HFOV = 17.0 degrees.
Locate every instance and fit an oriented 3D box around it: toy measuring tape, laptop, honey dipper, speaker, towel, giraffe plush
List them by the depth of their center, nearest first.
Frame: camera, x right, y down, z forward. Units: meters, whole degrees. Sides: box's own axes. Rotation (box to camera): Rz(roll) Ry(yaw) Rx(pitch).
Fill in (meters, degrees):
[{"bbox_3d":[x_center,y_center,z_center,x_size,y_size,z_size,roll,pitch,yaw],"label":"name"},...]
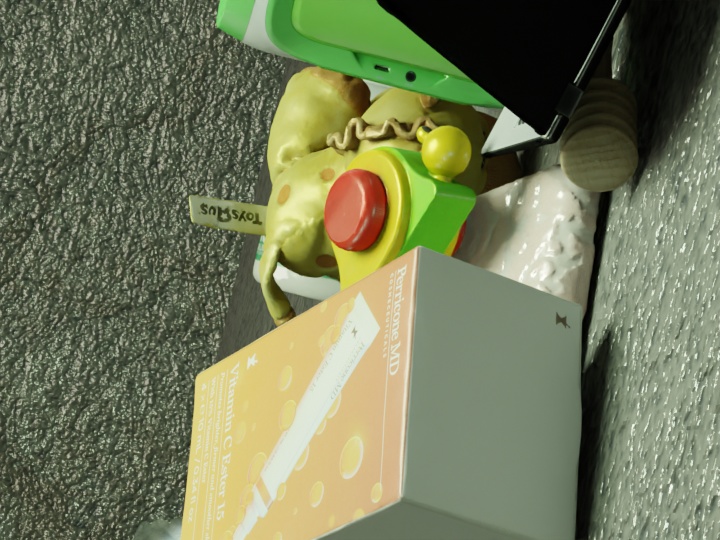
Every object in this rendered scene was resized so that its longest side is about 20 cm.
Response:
[{"bbox_3d":[0.079,-0.166,1.120,0.188,0.116,0.200,-61,9,-6],"label":"laptop"},{"bbox_3d":[0.119,-0.110,1.203,0.200,0.038,0.038,-83,10,-53],"label":"honey dipper"},{"bbox_3d":[0.047,0.055,1.225,0.191,0.032,0.201,-19,56,55],"label":"towel"},{"bbox_3d":[0.000,0.000,1.243,0.200,0.073,0.074,-59,16,30],"label":"toy measuring tape"},{"bbox_3d":[0.027,-0.142,1.302,0.088,0.199,0.089,-166,90,-83],"label":"speaker"},{"bbox_3d":[0.023,-0.061,1.425,0.162,0.200,0.173,-27,78,49],"label":"giraffe plush"}]

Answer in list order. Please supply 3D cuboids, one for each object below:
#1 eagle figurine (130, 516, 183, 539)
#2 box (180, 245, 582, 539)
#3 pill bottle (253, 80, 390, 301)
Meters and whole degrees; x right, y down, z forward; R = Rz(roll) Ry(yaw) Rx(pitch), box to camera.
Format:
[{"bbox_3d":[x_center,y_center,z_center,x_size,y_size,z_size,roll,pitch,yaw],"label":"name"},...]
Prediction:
[{"bbox_3d":[-0.056,0.225,1.518,0.151,0.152,0.200,-42,18,-15],"label":"eagle figurine"},{"bbox_3d":[0.006,0.089,1.138,0.200,0.097,0.125,-31,47,49],"label":"box"},{"bbox_3d":[-0.004,-0.077,1.761,0.113,0.112,0.201,-154,77,-82],"label":"pill bottle"}]
